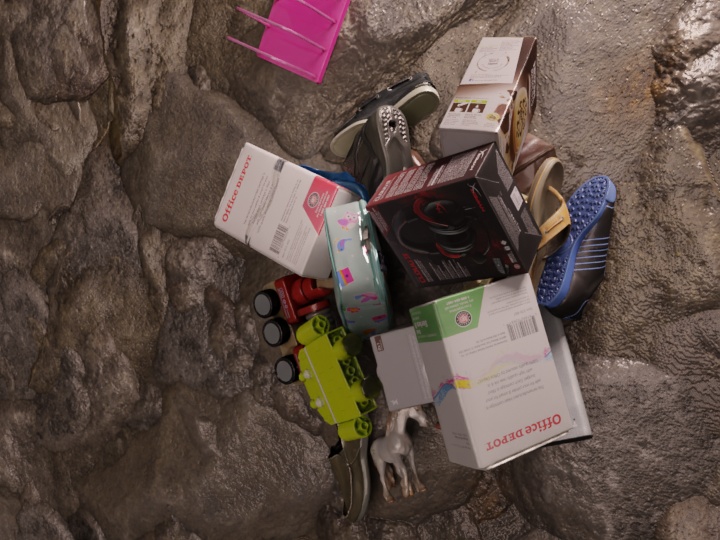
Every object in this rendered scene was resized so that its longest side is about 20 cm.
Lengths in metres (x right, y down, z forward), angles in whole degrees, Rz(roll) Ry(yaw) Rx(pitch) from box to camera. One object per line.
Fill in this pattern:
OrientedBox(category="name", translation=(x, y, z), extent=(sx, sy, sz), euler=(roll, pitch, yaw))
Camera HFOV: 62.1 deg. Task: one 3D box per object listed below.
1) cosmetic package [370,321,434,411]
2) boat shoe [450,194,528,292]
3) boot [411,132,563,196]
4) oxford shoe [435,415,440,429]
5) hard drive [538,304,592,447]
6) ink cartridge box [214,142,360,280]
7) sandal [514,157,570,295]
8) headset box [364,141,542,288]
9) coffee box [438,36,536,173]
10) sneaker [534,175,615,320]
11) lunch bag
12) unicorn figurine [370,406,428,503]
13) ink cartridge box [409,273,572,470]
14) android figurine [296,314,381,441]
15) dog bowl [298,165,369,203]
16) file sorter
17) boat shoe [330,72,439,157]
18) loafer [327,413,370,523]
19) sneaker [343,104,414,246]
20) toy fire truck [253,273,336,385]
OrientedBox(category="cosmetic package", translation=(0.100, 0.122, 0.870), extent=(0.089, 0.199, 0.109), euler=(-18, 88, 25))
OrientedBox(category="boat shoe", translation=(0.184, -0.021, 0.860), extent=(0.062, 0.073, 0.203), euler=(31, 105, 26))
OrientedBox(category="boot", translation=(0.180, -0.156, 0.888), extent=(0.199, 0.064, 0.188), euler=(-36, 87, 24))
OrientedBox(category="oxford shoe", translation=(0.200, 0.192, 0.909), extent=(0.197, 0.070, 0.076), euler=(-22, 72, 18))
OrientedBox(category="hard drive", translation=(0.233, 0.146, 0.850), extent=(0.137, 0.033, 0.204), euler=(-16, 61, 18))
OrientedBox(category="ink cartridge box", translation=(-0.119, -0.095, 0.954), extent=(0.198, 0.084, 0.147), euler=(28, 98, 27))
OrientedBox(category="sandal", translation=(0.252, -0.047, 0.801), extent=(0.053, 0.080, 0.205), euler=(10, 85, 35))
OrientedBox(category="headset box", translation=(0.112, -0.062, 0.779), extent=(0.197, 0.075, 0.150), euler=(-9, 126, 44))
OrientedBox(category="coffee box", translation=(0.177, -0.207, 0.801), extent=(0.078, 0.114, 0.202), euler=(10, 55, 25))
OrientedBox(category="sneaker", translation=(0.312, -0.028, 0.837), extent=(0.070, 0.077, 0.203), euler=(22, 85, 61))
OrientedBox(category="lunch bag", translation=(0.000, 0.000, 0.864), extent=(0.075, 0.201, 0.163), euler=(-9, 62, 2))
OrientedBox(category="unicorn figurine", translation=(0.063, 0.283, 0.944), extent=(0.200, 0.073, 0.140), euler=(-40, 60, 44))
OrientedBox(category="ink cartridge box", translation=(0.161, 0.123, 0.747), extent=(0.087, 0.143, 0.204), euler=(150, 105, -69))
OrientedBox(category="android figurine", translation=(-0.040, 0.158, 0.875), extent=(0.199, 0.041, 0.185), euler=(-33, 79, 57))
OrientedBox(category="dog bowl", translation=(-0.051, -0.116, 1.006), extent=(0.196, 0.049, 0.114), euler=(8, 97, 24))
OrientedBox(category="file sorter", translation=(-0.112, -0.437, 0.968), extent=(0.137, 0.125, 0.203), euler=(28, 105, 21))
OrientedBox(category="boat shoe", translation=(0.033, -0.250, 0.950), extent=(0.197, 0.074, 0.067), euler=(-28, 53, 32))
OrientedBox(category="loafer", translation=(-0.024, 0.318, 1.004), extent=(0.068, 0.075, 0.205), euler=(1, 85, -14))
OrientedBox(category="sneaker", translation=(0.031, -0.131, 0.901), extent=(0.114, 0.075, 0.204), euler=(-19, 79, 62))
OrientedBox(category="toy fire truck", translation=(-0.053, 0.078, 0.996), extent=(0.198, 0.128, 0.180), euler=(-22, 85, 35))
